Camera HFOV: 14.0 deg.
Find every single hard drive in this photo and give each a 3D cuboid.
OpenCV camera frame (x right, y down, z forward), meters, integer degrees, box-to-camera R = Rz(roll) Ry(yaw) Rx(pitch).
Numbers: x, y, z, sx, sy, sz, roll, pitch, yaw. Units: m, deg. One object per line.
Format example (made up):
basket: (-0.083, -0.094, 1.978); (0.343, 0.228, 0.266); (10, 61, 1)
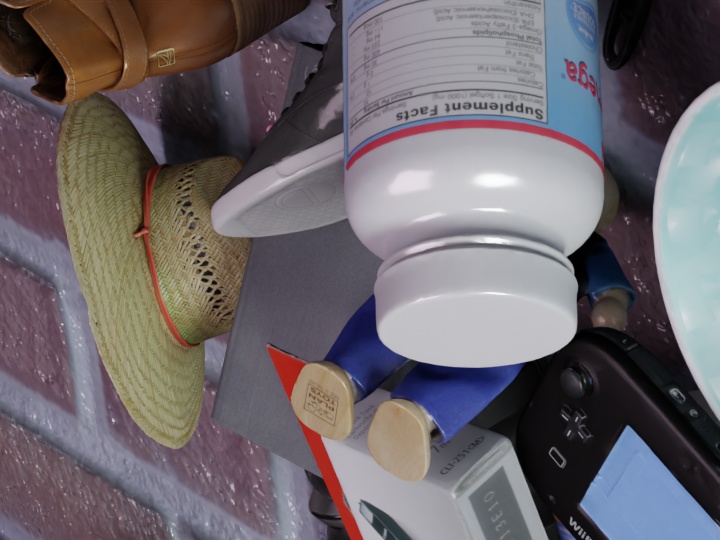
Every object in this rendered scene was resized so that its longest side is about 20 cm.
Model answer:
hard drive: (0.000, 0.000, 1.442); (0.139, 0.033, 0.200); (23, 104, 45)

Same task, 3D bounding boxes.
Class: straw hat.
straw hat: (-0.084, -0.011, 1.578); (0.085, 0.201, 0.201); (-15, 102, 16)

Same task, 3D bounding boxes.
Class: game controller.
game controller: (0.140, 0.116, 1.204); (0.200, 0.042, 0.104); (49, 135, 20)

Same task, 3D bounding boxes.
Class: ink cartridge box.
ink cartridge box: (0.028, 0.139, 1.355); (0.173, 0.044, 0.200); (19, 140, 47)

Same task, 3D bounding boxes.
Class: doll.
doll: (0.051, 0.006, 1.292); (0.136, 0.200, 0.049); (27, 138, 24)

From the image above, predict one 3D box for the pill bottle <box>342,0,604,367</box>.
pill bottle: (0.047, -0.067, 1.226); (0.109, 0.109, 0.200); (140, 135, -58)

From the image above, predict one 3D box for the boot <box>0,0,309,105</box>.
boot: (-0.142, -0.152, 1.501); (0.200, 0.155, 0.077); (40, 141, 34)

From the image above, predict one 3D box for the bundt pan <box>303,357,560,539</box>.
bundt pan: (0.040, 0.117, 1.505); (0.202, 0.076, 0.202); (35, 138, 39)

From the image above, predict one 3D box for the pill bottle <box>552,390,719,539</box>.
pill bottle: (0.163, 0.163, 1.323); (0.112, 0.112, 0.200); (-1, 111, 56)

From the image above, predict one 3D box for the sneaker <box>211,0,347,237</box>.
sneaker: (-0.003, -0.094, 1.379); (0.200, 0.071, 0.099); (-34, 64, 32)

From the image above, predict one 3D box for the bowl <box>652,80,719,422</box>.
bowl: (0.219, 0.000, 1.132); (0.201, 0.105, 0.201); (34, 137, 39)

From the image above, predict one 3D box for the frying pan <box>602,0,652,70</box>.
frying pan: (0.117, -0.169, 1.236); (0.115, 0.031, 0.190); (61, 145, 8)
